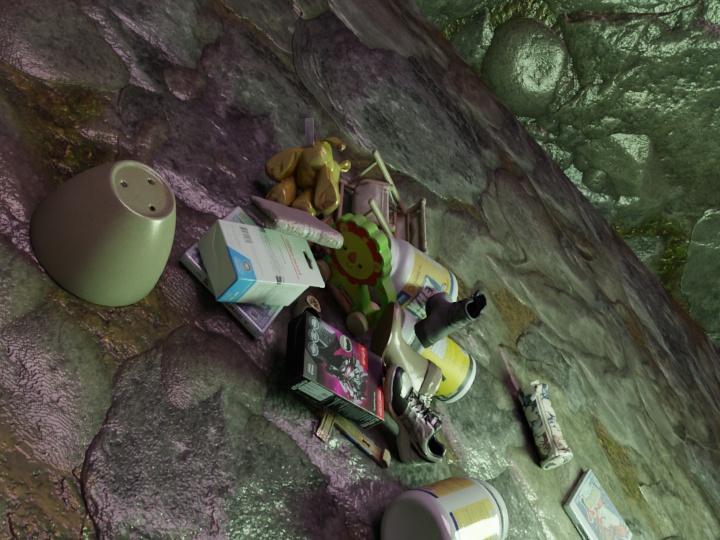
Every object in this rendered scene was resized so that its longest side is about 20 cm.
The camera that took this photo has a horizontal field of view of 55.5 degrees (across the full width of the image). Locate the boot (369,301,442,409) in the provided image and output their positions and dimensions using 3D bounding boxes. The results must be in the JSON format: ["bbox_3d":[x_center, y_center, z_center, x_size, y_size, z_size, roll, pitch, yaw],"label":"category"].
[{"bbox_3d":[0.088,0.173,1.284,0.144,0.204,0.070,17,7,-19],"label":"boot"}]

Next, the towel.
[{"bbox_3d":[-0.121,-0.086,1.217,0.130,0.035,0.200,15,10,-26],"label":"towel"}]

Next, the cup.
[{"bbox_3d":[-0.344,-0.073,0.980,0.199,0.143,0.203,33,36,-28],"label":"cup"}]

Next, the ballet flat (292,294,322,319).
[{"bbox_3d":[-0.091,0.116,1.211,0.067,0.046,0.202,34,36,-24],"label":"ballet flat"}]

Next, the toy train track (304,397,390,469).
[{"bbox_3d":[-0.014,0.266,1.174,0.200,0.032,0.115,44,32,-15],"label":"toy train track"}]

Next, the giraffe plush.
[{"bbox_3d":[-0.096,-0.192,1.415,0.169,0.204,0.162,14,-3,12],"label":"giraffe plush"}]

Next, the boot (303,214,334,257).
[{"bbox_3d":[-0.085,-0.057,1.370,0.076,0.073,0.200,57,25,-10],"label":"boot"}]

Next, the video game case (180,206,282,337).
[{"bbox_3d":[-0.199,-0.004,1.199,0.182,0.023,0.201,47,32,-9],"label":"video game case"}]

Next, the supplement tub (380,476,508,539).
[{"bbox_3d":[0.142,0.420,1.118,0.198,0.145,0.147,6,53,-49],"label":"supplement tub"}]

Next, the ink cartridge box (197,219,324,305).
[{"bbox_3d":[-0.163,-0.008,1.149,0.198,0.068,0.118,8,50,-49],"label":"ink cartridge box"}]

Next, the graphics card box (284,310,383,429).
[{"bbox_3d":[-0.040,0.168,1.142,0.199,0.050,0.127,35,39,-34],"label":"graphics card box"}]

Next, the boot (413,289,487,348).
[{"bbox_3d":[0.186,0.075,1.305,0.070,0.130,0.200,55,26,-9],"label":"boot"}]

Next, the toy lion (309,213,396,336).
[{"bbox_3d":[0.000,0.000,1.299,0.068,0.191,0.202,-33,85,-43],"label":"toy lion"}]

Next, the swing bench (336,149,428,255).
[{"bbox_3d":[0.050,-0.125,1.564,0.199,0.129,0.201,41,32,-27],"label":"swing bench"}]

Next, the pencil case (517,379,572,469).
[{"bbox_3d":[0.434,0.365,1.612,0.090,0.076,0.203,53,21,-52],"label":"pencil case"}]

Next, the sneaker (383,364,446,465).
[{"bbox_3d":[0.101,0.253,1.213,0.076,0.086,0.203,-50,128,-53],"label":"sneaker"}]

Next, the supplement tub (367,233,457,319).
[{"bbox_3d":[0.095,0.024,1.451,0.198,0.144,0.147,30,37,-30],"label":"supplement tub"}]

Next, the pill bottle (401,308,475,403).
[{"bbox_3d":[0.129,0.170,1.379,0.199,0.114,0.115,37,34,-22],"label":"pill bottle"}]

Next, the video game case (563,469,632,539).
[{"bbox_3d":[0.562,0.591,1.611,0.199,0.023,0.184,-17,73,-57],"label":"video game case"}]
